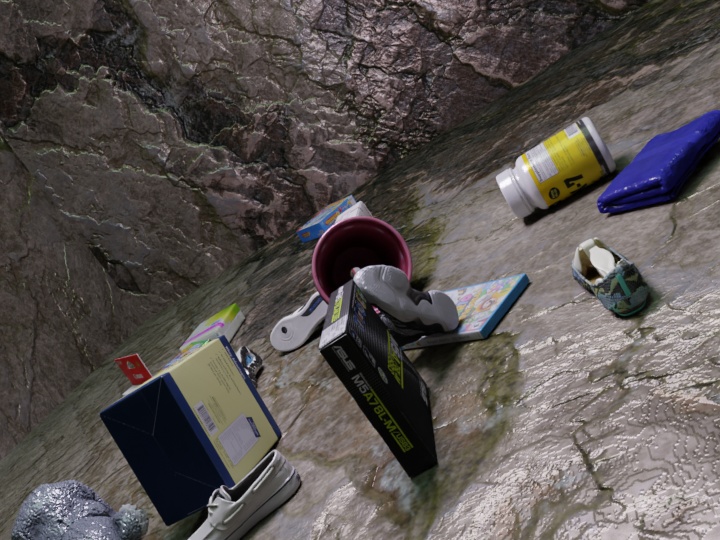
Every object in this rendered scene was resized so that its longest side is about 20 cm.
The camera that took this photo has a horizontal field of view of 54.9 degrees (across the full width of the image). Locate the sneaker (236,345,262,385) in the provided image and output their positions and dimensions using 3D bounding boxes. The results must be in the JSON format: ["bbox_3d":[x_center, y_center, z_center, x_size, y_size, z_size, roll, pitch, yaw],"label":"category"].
[{"bbox_3d":[-0.273,0.247,1.507,0.090,0.078,0.200,-50,5,18],"label":"sneaker"}]

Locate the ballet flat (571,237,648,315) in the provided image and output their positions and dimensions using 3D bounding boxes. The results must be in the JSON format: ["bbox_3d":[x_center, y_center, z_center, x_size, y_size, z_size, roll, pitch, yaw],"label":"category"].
[{"bbox_3d":[0.313,-0.008,0.896,0.074,0.075,0.200,-33,13,7],"label":"ballet flat"}]

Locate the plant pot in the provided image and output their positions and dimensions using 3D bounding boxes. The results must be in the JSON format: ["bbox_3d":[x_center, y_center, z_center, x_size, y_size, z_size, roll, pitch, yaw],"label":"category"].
[{"bbox_3d":[0.000,0.000,1.428,0.199,0.201,0.179,-36,-3,-5],"label":"plant pot"}]

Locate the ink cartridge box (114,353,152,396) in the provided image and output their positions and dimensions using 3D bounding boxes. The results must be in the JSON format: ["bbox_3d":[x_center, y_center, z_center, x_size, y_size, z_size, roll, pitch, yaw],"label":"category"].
[{"bbox_3d":[-0.553,0.299,1.744,0.045,0.177,0.199,-43,15,-33],"label":"ink cartridge box"}]

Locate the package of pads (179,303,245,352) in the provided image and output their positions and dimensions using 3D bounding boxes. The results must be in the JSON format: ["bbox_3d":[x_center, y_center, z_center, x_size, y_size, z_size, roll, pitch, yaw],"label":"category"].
[{"bbox_3d":[-0.447,0.194,2.095,0.153,0.069,0.200,-30,13,17],"label":"package of pads"}]

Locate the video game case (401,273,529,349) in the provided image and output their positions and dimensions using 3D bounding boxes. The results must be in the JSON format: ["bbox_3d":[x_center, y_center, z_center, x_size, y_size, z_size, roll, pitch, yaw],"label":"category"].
[{"bbox_3d":[0.162,0.068,1.116,0.143,0.018,0.199,-45,16,-33],"label":"video game case"}]

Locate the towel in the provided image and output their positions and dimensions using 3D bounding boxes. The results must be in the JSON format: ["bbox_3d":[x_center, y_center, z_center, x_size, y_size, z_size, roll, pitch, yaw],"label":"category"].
[{"bbox_3d":[0.478,-0.164,1.096,0.200,0.050,0.147,-42,7,-25],"label":"towel"}]

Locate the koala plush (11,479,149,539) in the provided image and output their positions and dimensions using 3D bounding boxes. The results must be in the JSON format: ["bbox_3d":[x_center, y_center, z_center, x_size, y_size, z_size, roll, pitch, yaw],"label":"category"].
[{"bbox_3d":[-0.416,0.417,1.045,0.199,0.185,0.177,-1,34,47],"label":"koala plush"}]

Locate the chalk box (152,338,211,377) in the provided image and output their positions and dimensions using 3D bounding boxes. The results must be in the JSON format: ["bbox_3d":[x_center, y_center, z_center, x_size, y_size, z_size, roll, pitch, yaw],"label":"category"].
[{"bbox_3d":[-0.375,0.244,1.608,0.200,0.125,0.123,-44,16,-31],"label":"chalk box"}]

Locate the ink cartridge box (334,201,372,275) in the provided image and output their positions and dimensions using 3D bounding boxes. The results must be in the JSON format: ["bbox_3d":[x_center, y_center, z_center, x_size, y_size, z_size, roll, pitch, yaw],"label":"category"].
[{"bbox_3d":[0.003,-0.074,1.733,0.082,0.147,0.200,-31,13,13],"label":"ink cartridge box"}]

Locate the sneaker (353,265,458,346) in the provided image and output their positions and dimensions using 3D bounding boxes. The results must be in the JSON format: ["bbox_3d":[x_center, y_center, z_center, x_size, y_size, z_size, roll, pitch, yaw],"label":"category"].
[{"bbox_3d":[0.047,0.063,1.033,0.113,0.199,0.076,-34,47,38],"label":"sneaker"}]

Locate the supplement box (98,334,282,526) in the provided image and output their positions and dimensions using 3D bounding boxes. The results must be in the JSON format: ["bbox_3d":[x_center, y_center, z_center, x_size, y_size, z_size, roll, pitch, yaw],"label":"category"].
[{"bbox_3d":[-0.257,0.242,1.089,0.133,0.202,0.200,-29,3,19],"label":"supplement box"}]

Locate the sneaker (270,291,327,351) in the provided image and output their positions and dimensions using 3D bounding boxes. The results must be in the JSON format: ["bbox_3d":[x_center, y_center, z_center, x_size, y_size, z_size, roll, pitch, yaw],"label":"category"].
[{"bbox_3d":[-0.108,0.110,1.569,0.199,0.073,0.112,-39,-9,26],"label":"sneaker"}]

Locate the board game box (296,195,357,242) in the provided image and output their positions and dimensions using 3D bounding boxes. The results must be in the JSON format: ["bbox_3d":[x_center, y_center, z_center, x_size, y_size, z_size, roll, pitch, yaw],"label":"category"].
[{"bbox_3d":[-0.131,-0.201,2.722,0.196,0.056,0.199,-43,15,-30],"label":"board game box"}]

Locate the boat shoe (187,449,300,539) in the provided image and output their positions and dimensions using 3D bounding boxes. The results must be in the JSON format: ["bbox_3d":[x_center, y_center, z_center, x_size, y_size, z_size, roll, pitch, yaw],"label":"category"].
[{"bbox_3d":[-0.176,0.326,0.947,0.199,0.066,0.072,-36,13,-6],"label":"boat shoe"}]

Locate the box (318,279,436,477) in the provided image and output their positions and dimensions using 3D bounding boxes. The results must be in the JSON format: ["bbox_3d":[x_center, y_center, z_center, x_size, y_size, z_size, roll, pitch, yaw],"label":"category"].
[{"bbox_3d":[0.024,0.126,0.873,0.047,0.194,0.200,-34,12,11],"label":"box"}]

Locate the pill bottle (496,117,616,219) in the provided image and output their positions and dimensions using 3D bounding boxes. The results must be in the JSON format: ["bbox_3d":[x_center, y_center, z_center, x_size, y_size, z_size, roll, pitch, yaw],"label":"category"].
[{"bbox_3d":[0.363,-0.187,1.302,0.199,0.115,0.114,-30,14,19],"label":"pill bottle"}]
